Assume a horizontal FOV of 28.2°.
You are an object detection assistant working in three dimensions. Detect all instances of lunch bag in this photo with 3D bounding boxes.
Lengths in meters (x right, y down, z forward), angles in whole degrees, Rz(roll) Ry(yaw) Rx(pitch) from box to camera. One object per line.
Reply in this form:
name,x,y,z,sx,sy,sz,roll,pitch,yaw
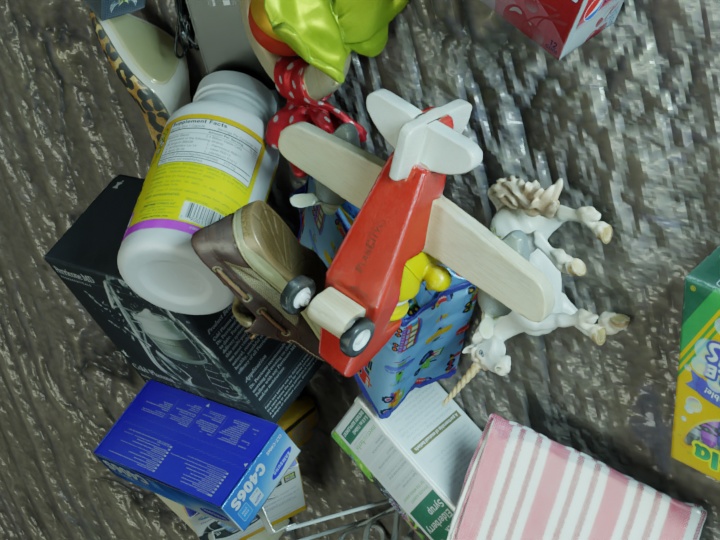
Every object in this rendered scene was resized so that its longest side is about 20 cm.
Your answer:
lunch bag,0.000,0.000,1.241,0.200,0.094,0.151,48,151,24

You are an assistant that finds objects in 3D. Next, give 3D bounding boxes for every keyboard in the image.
keyboard,-0.123,-0.250,1.228,0.103,0.040,0.201,0,120,23

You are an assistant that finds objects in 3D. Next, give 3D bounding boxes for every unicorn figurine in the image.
unicorn figurine,0.135,0.017,1.113,0.137,0.074,0.202,13,112,44

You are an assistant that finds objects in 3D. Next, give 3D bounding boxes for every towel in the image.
towel,0.174,0.221,1.190,0.199,0.030,0.147,23,107,20

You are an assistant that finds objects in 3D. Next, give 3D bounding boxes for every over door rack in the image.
over door rack,-0.032,0.264,1.400,0.148,0.199,0.067,-41,53,54

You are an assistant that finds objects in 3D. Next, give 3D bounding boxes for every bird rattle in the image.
bird rattle,-0.041,-0.185,1.151,0.164,0.112,0.200,57,160,17

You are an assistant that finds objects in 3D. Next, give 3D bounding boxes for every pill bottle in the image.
pill bottle,-0.129,-0.070,1.209,0.103,0.201,0.105,10,146,7

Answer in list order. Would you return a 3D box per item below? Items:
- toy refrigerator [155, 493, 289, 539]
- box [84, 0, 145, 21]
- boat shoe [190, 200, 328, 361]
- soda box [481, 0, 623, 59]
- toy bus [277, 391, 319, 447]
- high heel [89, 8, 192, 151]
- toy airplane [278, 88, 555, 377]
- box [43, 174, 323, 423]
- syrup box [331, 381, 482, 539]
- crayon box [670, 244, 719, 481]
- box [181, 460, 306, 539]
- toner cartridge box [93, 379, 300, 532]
toy refrigerator,-0.165,0.247,1.579,0.070,0.076,0.200,19,155,40
box,-0.254,-0.341,1.251,0.200,0.051,0.158,48,145,28
boat shoe,-0.069,0.019,1.142,0.072,0.073,0.200,-18,146,16
soda box,0.086,-0.231,0.952,0.200,0.070,0.064,41,144,18
toy bus,-0.131,0.148,1.526,0.199,0.065,0.079,19,133,40
high heel,-0.201,-0.147,1.354,0.200,0.071,0.143,44,138,-1
toy airplane,0.037,-0.037,1.064,0.198,0.141,0.202,-18,82,32
box,-0.159,0.027,1.366,0.199,0.124,0.197,12,144,44
syrup box,0.075,0.187,1.303,0.200,0.081,0.079,49,145,11
crayon box,0.287,0.095,1.005,0.125,0.051,0.201,25,136,35
box,-0.118,0.226,1.443,0.042,0.118,0.200,61,169,23
toner cartridge box,-0.158,0.172,1.356,0.199,0.095,0.043,13,149,44
